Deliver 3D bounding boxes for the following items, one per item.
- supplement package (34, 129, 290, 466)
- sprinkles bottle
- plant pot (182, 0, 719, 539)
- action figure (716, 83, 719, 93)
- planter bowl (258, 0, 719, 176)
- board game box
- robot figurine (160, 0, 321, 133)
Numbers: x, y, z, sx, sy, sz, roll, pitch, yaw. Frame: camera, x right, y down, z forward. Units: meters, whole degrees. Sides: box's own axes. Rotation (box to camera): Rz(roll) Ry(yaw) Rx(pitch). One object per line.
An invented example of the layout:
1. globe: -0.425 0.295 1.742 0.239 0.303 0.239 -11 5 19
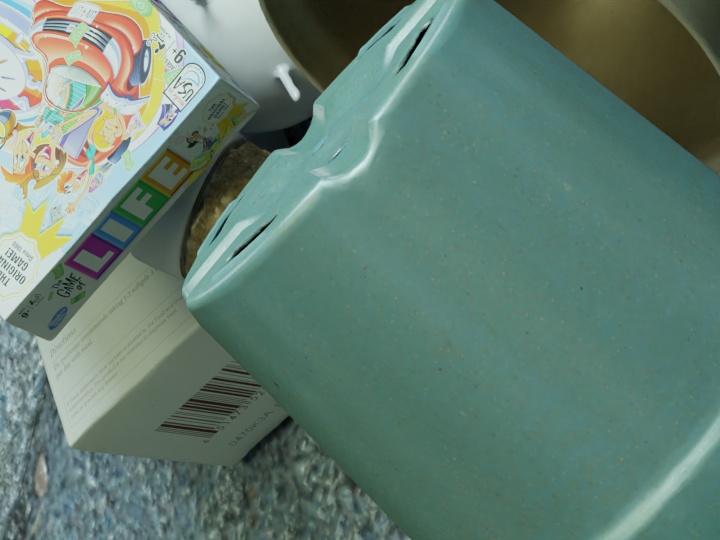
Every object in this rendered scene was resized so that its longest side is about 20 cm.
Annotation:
1. supplement package: -0.100 -0.018 0.976 0.117 0.117 0.201 -41 56 30
2. sprinkles bottle: 0.000 0.000 0.829 0.199 0.068 0.069 23 100 10
3. plant pot: 0.055 0.017 0.669 0.200 0.196 0.200 -48 11 12
4. action figure: 0.187 -0.104 0.747 0.118 0.054 0.201 41 118 40
5. planter bowl: 0.076 -0.130 0.734 0.199 0.200 0.135 3 58 46
6. board game box: -0.149 -0.085 0.830 0.135 0.034 0.200 -48 58 7
7. robot figurine: -0.049 -0.135 0.912 0.113 0.169 0.200 -58 10 21
